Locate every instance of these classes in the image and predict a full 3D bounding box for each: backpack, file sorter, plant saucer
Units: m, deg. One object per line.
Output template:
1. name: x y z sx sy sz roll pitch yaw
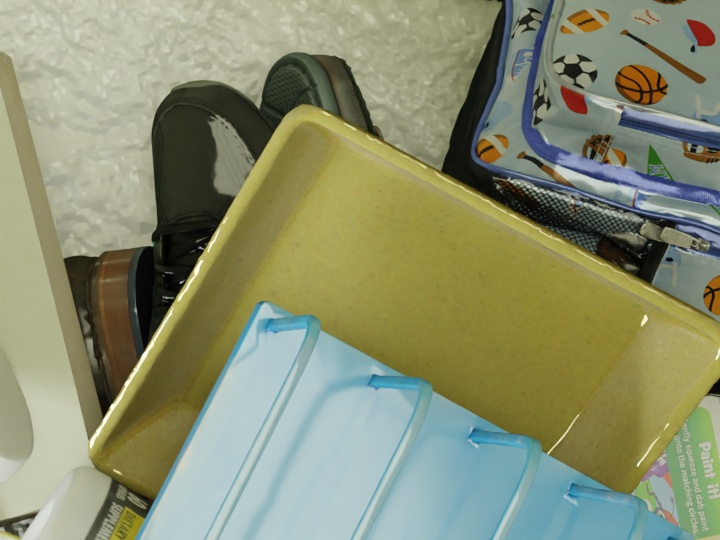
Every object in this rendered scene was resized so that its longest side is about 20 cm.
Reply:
1. backpack: 0.137 -0.044 1.255 0.189 0.154 0.201 22 43 -5
2. file sorter: 0.026 0.119 1.103 0.199 0.123 0.139 29 84 -10
3. plant saucer: 0.019 0.041 1.190 0.199 0.049 0.200 28 121 -9

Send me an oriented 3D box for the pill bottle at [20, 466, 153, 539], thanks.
1. pill bottle: -0.060 0.176 1.201 0.199 0.111 0.112 33 85 -8

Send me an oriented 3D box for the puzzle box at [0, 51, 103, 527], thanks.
1. puzzle box: -0.189 0.018 1.282 0.132 0.025 0.201 -17 80 16

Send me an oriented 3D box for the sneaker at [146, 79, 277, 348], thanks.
1. sneaker: -0.056 0.017 1.273 0.075 0.079 0.201 -13 90 28

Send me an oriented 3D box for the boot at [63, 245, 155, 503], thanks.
1. boot: -0.126 0.092 1.312 0.096 0.075 0.201 -4 92 16

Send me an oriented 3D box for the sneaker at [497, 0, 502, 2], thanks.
1. sneaker: 0.017 -0.178 1.334 0.199 0.077 0.089 7 73 -10

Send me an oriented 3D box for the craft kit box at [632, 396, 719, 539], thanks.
1. craft kit box: 0.147 0.092 1.340 0.196 0.049 0.201 -11 88 -3

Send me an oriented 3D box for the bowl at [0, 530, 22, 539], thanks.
1. bowl: -0.186 0.212 1.268 0.199 0.094 0.202 2 80 -13

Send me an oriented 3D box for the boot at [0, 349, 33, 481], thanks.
1. boot: -0.221 0.031 1.248 0.090 0.073 0.200 -45 66 17

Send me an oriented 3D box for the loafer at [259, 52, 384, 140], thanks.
1. loafer: 0.000 0.000 1.326 0.063 0.072 0.201 -10 93 -34
